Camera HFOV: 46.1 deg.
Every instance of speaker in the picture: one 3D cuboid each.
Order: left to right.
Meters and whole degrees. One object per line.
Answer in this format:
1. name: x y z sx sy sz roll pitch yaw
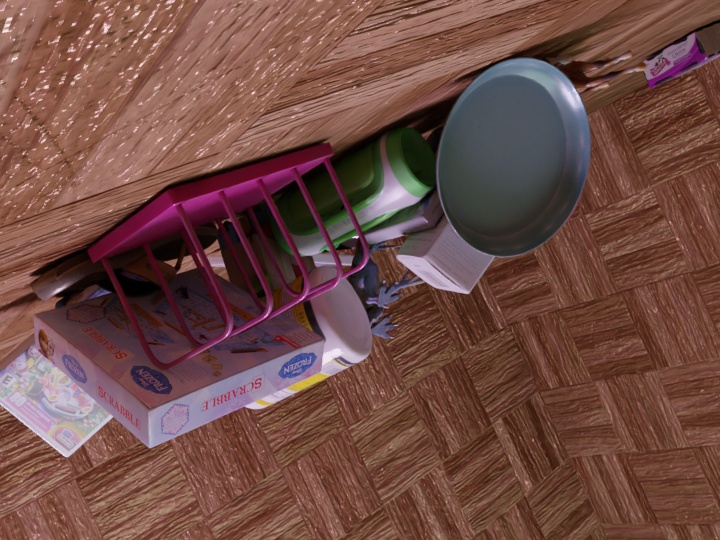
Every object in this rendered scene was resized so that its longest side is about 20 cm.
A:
1. speaker: -0.010 -0.086 0.961 0.199 0.089 0.088 -25 -179 34

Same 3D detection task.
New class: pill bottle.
1. pill bottle: -0.096 0.085 0.935 0.199 0.112 0.111 -27 180 18

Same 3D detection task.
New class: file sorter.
1. file sorter: -0.107 -0.013 0.761 0.138 0.127 0.199 -26 180 42

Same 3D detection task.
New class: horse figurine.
1. horse figurine: 0.247 -0.228 1.005 0.131 0.051 0.200 -14 -173 -1

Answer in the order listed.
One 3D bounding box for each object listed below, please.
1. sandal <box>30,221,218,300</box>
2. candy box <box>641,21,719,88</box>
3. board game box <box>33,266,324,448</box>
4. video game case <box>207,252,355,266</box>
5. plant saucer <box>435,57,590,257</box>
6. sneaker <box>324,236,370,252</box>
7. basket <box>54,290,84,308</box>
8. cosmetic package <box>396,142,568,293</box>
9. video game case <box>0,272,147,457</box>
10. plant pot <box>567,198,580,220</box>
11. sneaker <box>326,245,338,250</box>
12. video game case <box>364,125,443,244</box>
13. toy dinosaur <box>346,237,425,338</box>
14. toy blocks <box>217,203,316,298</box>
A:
1. sandal: -0.216 0.001 0.807 0.080 0.054 0.199 -28 178 40
2. candy box: 0.677 -0.444 1.708 0.199 0.062 0.136 -26 180 -38
3. board game box: -0.172 0.070 0.807 0.199 0.042 0.198 27 -149 38
4. video game case: -0.126 -0.016 1.327 0.198 0.018 0.142 -2 177 41
5. plant saucer: 0.154 -0.115 0.869 0.199 0.202 0.027 -26 -156 -22
6. sneaker: -0.066 -0.075 1.316 0.197 0.086 0.073 -4 162 6
7. basket: -0.310 0.091 1.006 0.199 0.140 0.176 -34 180 0
8. cosmetic package: 0.134 -0.075 0.951 0.201 0.074 0.102 -56 -165 -8
9. video game case: -0.278 0.091 0.898 0.200 0.144 0.018 -42 -136 -12
10. plant pot: 0.199 -0.143 1.233 0.199 0.202 0.178 -25 166 39
11. sneaker: -0.071 -0.059 1.162 0.199 0.084 0.074 -25 -179 37
12. video game case: 0.088 -0.118 1.017 0.183 0.022 0.200 -56 -166 -15
13. toy dinosaur: 0.000 0.000 1.105 0.198 0.106 0.182 -17 -146 -15
14. toy blocks: -0.111 -0.014 1.040 0.099 0.138 0.200 -26 162 17
